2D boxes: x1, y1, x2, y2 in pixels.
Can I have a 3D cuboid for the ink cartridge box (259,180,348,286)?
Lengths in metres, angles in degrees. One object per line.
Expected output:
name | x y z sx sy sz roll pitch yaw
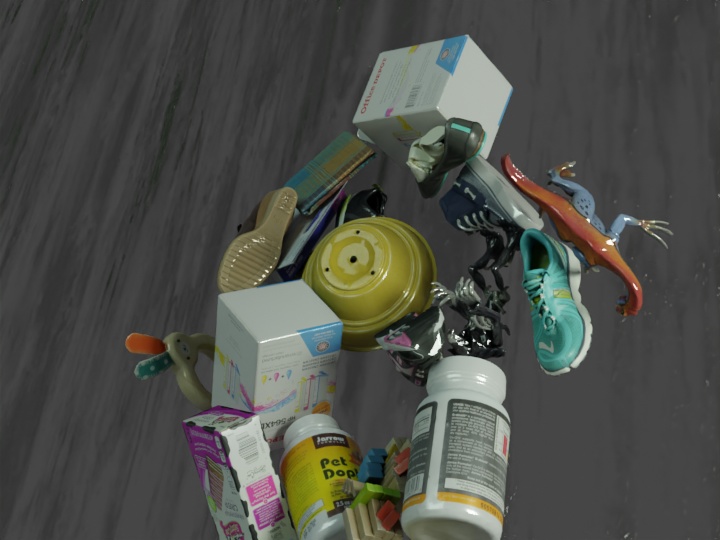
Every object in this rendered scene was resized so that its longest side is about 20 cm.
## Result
ink cartridge box | -0.100 -0.045 1.846 0.199 0.043 0.197 -18 33 50

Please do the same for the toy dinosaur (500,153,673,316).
toy dinosaur | 0.256 -0.029 1.415 0.106 0.197 0.183 -61 35 36

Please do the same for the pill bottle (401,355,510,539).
pill bottle | 0.113 0.208 1.396 0.115 0.116 0.203 -19 47 37

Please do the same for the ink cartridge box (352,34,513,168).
ink cartridge box | 0.096 -0.240 1.781 0.198 0.125 0.130 -1 59 47

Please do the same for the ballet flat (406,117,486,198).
ballet flat | 0.107 -0.162 1.684 0.200 0.067 0.069 135 154 -62

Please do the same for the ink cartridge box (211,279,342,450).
ink cartridge box | -0.113 0.138 1.626 0.125 0.127 0.203 41 134 48

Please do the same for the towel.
towel | -0.050 -0.149 1.873 0.146 0.022 0.200 -41 19 0

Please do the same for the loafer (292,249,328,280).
loafer | -0.082 0.035 1.799 0.071 0.063 0.202 -34 40 25

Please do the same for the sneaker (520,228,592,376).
sneaker | 0.220 0.037 1.452 0.077 0.079 0.202 -30 42 27

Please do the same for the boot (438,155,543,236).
boot | 0.170 -0.073 1.619 0.091 0.072 0.201 -51 27 13

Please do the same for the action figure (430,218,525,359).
action figure | 0.141 0.039 1.515 0.118 0.101 0.203 -13 53 62

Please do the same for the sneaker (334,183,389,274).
sneaker | 0.007 -0.051 1.767 0.082 0.072 0.202 -28 42 27

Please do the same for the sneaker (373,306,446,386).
sneaker | 0.078 0.100 1.511 0.080 0.087 0.200 -32 2 -4

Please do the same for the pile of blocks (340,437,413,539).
pile of blocks | 0.030 0.243 1.436 0.063 0.081 0.201 -57 5 30

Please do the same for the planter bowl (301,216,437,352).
planter bowl | 0.000 0.000 1.654 0.197 0.084 0.204 -7 63 14

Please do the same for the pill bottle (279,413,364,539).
pill bottle | -0.038 0.273 1.512 0.109 0.109 0.201 -42 38 14

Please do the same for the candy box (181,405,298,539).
candy box | -0.150 0.279 1.545 0.060 0.203 0.136 -22 9 -27

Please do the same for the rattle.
rattle | -0.217 0.122 1.759 0.141 0.199 0.132 -15 49 39

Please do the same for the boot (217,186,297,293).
boot | -0.164 -0.026 1.814 0.201 0.072 0.166 -59 10 -25
